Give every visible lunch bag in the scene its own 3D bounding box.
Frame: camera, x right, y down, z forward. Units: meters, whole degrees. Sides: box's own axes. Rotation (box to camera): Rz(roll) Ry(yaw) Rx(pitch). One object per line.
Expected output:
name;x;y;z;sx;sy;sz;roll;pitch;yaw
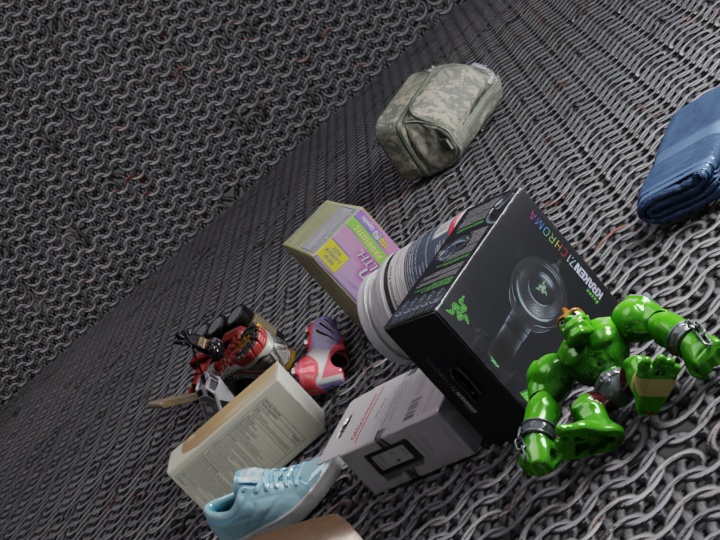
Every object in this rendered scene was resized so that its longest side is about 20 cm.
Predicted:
lunch bag;0.148;-0.272;2.331;0.167;0.140;0.200;-4;38;42

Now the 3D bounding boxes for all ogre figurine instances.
ogre figurine;0.219;0.095;1.189;0.201;0.098;0.120;-53;28;22

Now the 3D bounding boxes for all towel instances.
towel;0.377;-0.129;1.477;0.111;0.049;0.201;-29;21;42

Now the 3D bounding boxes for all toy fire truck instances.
toy fire truck;-0.243;0.166;2.171;0.175;0.128;0.201;-25;34;48

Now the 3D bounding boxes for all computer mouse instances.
computer mouse;-0.203;0.179;1.887;0.044;0.202;0.109;-25;15;-34

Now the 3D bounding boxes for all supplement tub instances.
supplement tub;0.106;0.021;1.585;0.199;0.140;0.141;-31;18;39

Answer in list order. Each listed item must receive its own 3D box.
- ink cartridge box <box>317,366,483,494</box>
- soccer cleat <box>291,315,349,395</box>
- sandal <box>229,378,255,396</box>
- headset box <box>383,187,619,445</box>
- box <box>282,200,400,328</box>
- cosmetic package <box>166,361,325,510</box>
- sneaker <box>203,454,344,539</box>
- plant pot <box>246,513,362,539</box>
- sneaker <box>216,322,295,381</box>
ink cartridge box;0.054;0.169;1.446;0.199;0.068;0.116;-30;19;41
soccer cleat;-0.046;0.121;1.888;0.076;0.067;0.200;-8;19;12
sandal;-0.143;0.188;1.957;0.080;0.057;0.201;-36;30;3
headset box;0.142;0.051;1.335;0.093;0.174;0.200;-23;24;53
box;0.000;0.000;1.851;0.097;0.176;0.200;-44;14;-6
cosmetic package;-0.151;0.229;1.756;0.200;0.105;0.071;-39;15;7
sneaker;-0.111;0.267;1.581;0.199;0.082;0.074;-37;16;21
plant pot;-0.078;0.320;1.213;0.199;0.188;0.187;-32;10;-21
sneaker;-0.152;0.134;1.905;0.078;0.082;0.200;-66;14;-16
